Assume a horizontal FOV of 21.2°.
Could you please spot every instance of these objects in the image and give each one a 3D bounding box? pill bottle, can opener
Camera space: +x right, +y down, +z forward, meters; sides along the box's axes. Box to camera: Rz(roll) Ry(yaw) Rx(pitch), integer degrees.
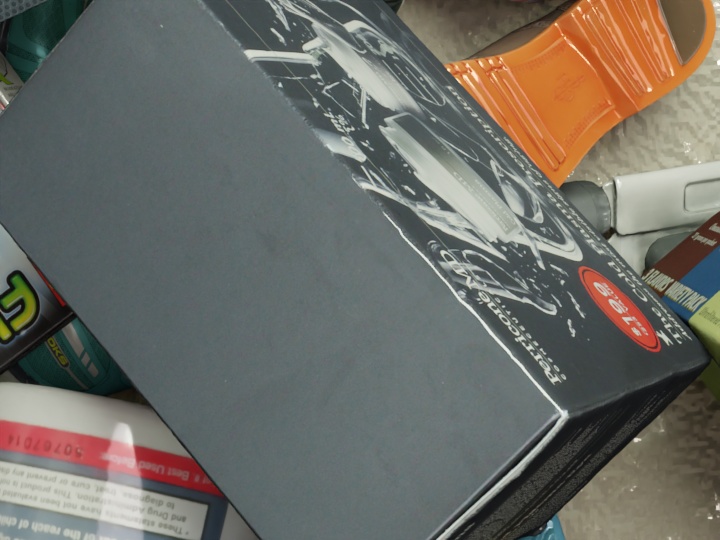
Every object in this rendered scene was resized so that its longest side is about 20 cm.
[{"bbox_3d":[-0.104,0.151,0.707,0.119,0.120,0.201,14,80,-12],"label":"pill bottle"},{"bbox_3d":[0.093,-0.010,0.824,0.199,0.067,0.053,-7,113,-10],"label":"can opener"}]

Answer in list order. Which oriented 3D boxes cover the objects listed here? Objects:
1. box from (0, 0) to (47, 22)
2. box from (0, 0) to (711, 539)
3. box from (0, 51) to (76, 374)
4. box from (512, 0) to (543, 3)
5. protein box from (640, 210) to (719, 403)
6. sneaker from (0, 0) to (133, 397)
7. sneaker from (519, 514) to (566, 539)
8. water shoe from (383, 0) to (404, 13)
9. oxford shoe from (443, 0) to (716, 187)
[{"bbox_3d":[-0.115,-0.154,0.692,0.157,0.200,0.051,-20,120,17],"label":"box"},{"bbox_3d":[0.000,0.000,0.658,0.200,0.182,0.104,48,110,13],"label":"box"},{"bbox_3d":[-0.190,0.012,0.729,0.200,0.035,0.110,-37,92,11],"label":"box"},{"bbox_3d":[0.068,-0.221,0.794,0.094,0.103,0.201,-20,89,20],"label":"box"},{"bbox_3d":[0.255,0.027,0.753,0.200,0.135,0.199,-39,101,0],"label":"protein box"},{"bbox_3d":[-0.109,-0.048,0.765,0.079,0.077,0.201,3,95,18],"label":"sneaker"},{"bbox_3d":[0.054,0.126,0.805,0.076,0.081,0.201,-18,71,-12],"label":"sneaker"},{"bbox_3d":[-0.014,-0.146,0.755,0.071,0.200,0.079,-6,66,-27],"label":"water shoe"},{"bbox_3d":[0.059,-0.061,0.814,0.199,0.073,0.072,-30,95,-18],"label":"oxford shoe"}]
